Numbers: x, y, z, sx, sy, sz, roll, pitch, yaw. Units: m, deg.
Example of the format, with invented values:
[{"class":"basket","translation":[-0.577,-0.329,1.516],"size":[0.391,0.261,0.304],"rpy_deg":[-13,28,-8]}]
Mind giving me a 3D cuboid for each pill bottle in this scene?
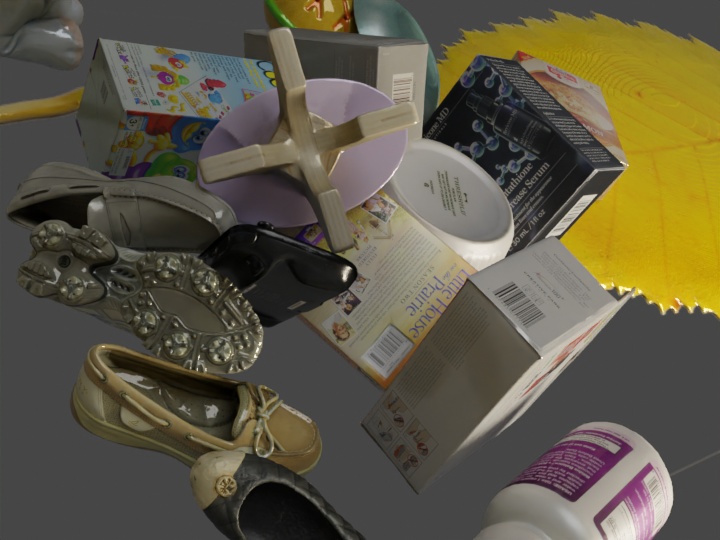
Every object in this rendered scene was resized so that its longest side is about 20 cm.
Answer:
[{"class":"pill bottle","translation":[0.168,0.212,0.715],"size":[0.199,0.113,0.112],"rpy_deg":[-21,63,-46]}]

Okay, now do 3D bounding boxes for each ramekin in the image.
[{"class":"ramekin","translation":[0.074,-0.056,0.937],"size":[0.201,0.095,0.204],"rpy_deg":[19,41,-17]}]

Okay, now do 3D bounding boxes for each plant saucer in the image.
[{"class":"plant saucer","translation":[0.060,-0.279,1.121],"size":[0.201,0.038,0.202],"rpy_deg":[46,33,-41]}]

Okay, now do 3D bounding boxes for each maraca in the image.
[{"class":"maraca","translation":[-0.037,-0.307,1.110],"size":[0.199,0.107,0.138],"rpy_deg":[27,40,-21]}]

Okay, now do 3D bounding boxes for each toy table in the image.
[{"class":"toy table","translation":[-0.046,-0.108,0.754],"size":[0.199,0.117,0.185],"rpy_deg":[-29,96,-8]}]

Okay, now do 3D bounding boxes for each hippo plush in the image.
[{"class":"hippo plush","translation":[-0.349,-0.300,0.841],"size":[0.199,0.161,0.160],"rpy_deg":[-11,56,-41]}]

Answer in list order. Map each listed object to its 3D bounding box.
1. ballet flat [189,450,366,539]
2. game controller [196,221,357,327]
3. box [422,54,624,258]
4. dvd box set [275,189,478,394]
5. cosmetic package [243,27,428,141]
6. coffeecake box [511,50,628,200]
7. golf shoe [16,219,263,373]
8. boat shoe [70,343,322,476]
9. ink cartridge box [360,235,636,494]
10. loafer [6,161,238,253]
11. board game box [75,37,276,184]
[{"class":"ballet flat","translation":[-0.037,0.194,0.622],"size":[0.199,0.057,0.067],"rpy_deg":[36,80,1]},{"class":"game controller","translation":[-0.080,0.008,0.700],"size":[0.103,0.200,0.043],"rpy_deg":[12,73,-23]},{"class":"box","translation":[0.183,-0.134,1.037],"size":[0.200,0.149,0.107],"rpy_deg":[49,30,19]},{"class":"dvd box set","translation":[0.000,0.000,0.820],"size":[0.200,0.029,0.147],"rpy_deg":[40,76,8]},{"class":"cosmetic package","translation":[-0.032,-0.201,0.938],"size":[0.199,0.108,0.090],"rpy_deg":[21,28,38]},{"class":"coffeecake box","translation":[0.287,-0.213,1.262],"size":[0.152,0.073,0.201],"rpy_deg":[18,41,-17]},{"class":"golf shoe","translation":[-0.161,0.022,0.680],"size":[0.199,0.097,0.079],"rpy_deg":[25,80,8]},{"class":"boat shoe","translation":[-0.116,0.107,0.663],"size":[0.199,0.063,0.074],"rpy_deg":[21,41,-15]},{"class":"ink cartridge box","translation":[0.119,0.075,0.750],"size":[0.175,0.201,0.084],"rpy_deg":[-22,63,-45]},{"class":"loafer","translation":[-0.198,-0.042,0.719],"size":[0.198,0.070,0.070],"rpy_deg":[9,39,18]},{"class":"board game box","translation":[-0.162,-0.144,0.857],"size":[0.198,0.103,0.105],"rpy_deg":[-1,50,-35]}]
